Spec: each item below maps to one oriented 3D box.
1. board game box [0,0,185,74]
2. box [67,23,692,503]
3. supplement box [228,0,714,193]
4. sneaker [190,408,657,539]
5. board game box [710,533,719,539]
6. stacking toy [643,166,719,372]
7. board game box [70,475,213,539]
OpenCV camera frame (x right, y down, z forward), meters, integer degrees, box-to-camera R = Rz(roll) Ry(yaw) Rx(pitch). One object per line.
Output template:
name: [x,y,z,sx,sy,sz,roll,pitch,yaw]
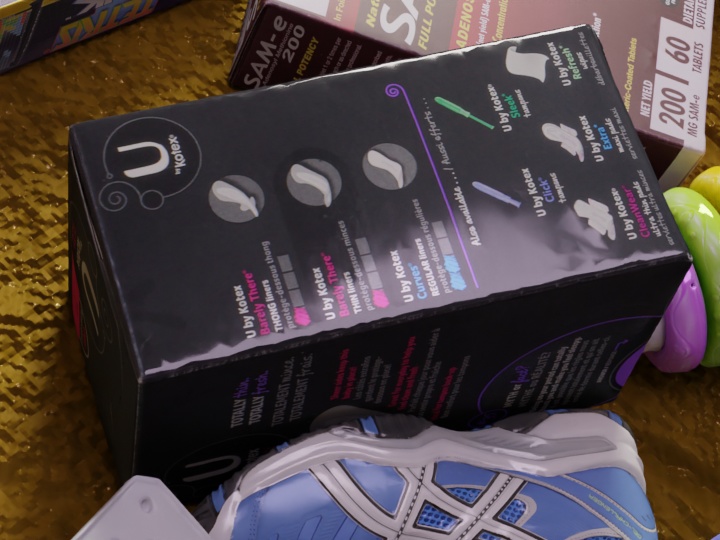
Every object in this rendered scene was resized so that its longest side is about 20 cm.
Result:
board game box: [-0.165,-0.166,0.872,0.200,0.057,0.165,-27,73,-34]
box: [0.000,0.000,0.764,0.200,0.122,0.106,-12,64,-15]
supplement box: [0.052,-0.107,0.916,0.200,0.061,0.109,17,54,-10]
sneaker: [0.026,0.100,0.759,0.200,0.076,0.077,-6,57,-24]
board game box: [0.142,0.159,0.724,0.200,0.029,0.135,-32,51,-11]
stacking toy: [0.142,0.003,0.870,0.200,0.110,0.116,-16,63,-14]
board game box: [-0.061,0.195,0.642,0.200,0.026,0.200,50,43,-7]
